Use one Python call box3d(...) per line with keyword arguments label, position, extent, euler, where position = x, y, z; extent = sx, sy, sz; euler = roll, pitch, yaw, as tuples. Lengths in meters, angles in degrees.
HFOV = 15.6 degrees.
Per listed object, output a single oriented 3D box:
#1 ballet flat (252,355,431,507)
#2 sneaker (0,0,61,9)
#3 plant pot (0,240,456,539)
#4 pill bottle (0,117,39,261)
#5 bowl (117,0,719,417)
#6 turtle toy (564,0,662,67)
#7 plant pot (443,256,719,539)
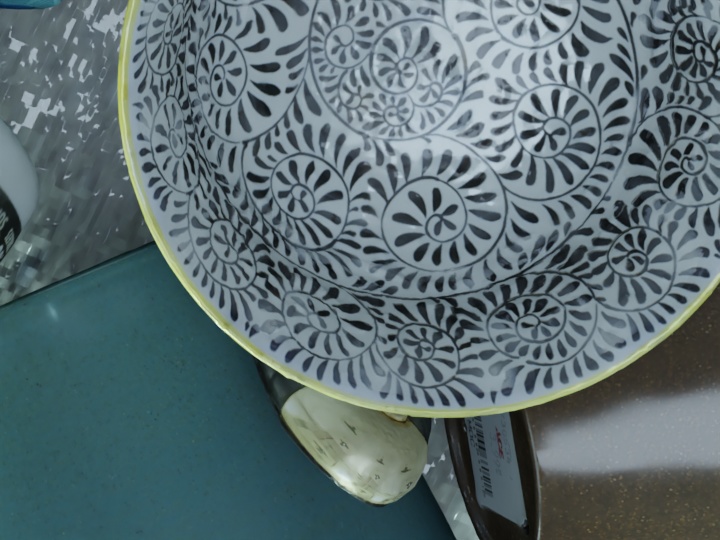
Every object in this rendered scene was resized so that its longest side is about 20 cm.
box3d(label="ballet flat", position=(0.000, 0.000, 0.855), extent=(0.057, 0.200, 0.066), euler=(-39, 119, 24))
box3d(label="sneaker", position=(-0.135, -0.150, 0.815), extent=(0.079, 0.200, 0.131), euler=(5, 97, -25))
box3d(label="plant pot", position=(-0.070, 0.090, 0.893), extent=(0.200, 0.200, 0.188), euler=(-23, 92, 1))
box3d(label="pill bottle", position=(-0.197, 0.021, 0.800), extent=(0.112, 0.112, 0.200), euler=(39, 73, -14))
box3d(label="bowl", position=(0.023, -0.064, 0.799), extent=(0.200, 0.094, 0.201), euler=(-2, 105, -9))
box3d(label="turtle toy", position=(0.144, -0.141, 0.854), extent=(0.101, 0.146, 0.200), euler=(25, 104, -46))
box3d(label="plant pot", position=(0.135, 0.038, 0.874), extent=(0.200, 0.187, 0.187), euler=(-11, 107, -14))
